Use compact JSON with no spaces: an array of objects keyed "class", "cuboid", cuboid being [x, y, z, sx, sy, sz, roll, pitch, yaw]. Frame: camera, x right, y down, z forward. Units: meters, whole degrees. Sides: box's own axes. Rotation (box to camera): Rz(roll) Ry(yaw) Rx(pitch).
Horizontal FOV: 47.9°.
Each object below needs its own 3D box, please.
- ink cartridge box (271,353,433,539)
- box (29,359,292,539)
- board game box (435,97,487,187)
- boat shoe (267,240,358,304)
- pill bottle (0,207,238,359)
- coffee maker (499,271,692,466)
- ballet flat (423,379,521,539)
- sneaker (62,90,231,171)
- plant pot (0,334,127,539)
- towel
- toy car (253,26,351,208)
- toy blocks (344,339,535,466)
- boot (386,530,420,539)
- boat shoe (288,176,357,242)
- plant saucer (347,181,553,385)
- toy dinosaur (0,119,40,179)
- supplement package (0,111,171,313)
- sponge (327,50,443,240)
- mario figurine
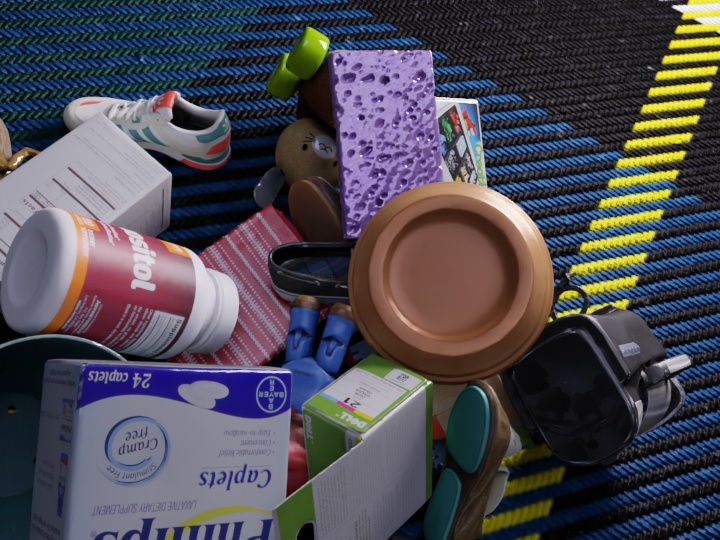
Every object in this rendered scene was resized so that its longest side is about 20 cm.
[{"class":"ink cartridge box","cuboid":[-0.022,0.190,0.724,0.076,0.148,0.200,22,38,36]},{"class":"box","cuboid":[-0.159,0.176,0.654,0.183,0.105,0.201,7,82,-36]},{"class":"board game box","cuboid":[0.085,-0.094,0.916,0.126,0.035,0.201,-3,86,-29]},{"class":"boat shoe","cuboid":[0.000,0.000,0.833,0.199,0.057,0.069,-3,58,10]},{"class":"pill bottle","cuboid":[-0.218,0.020,0.759,0.200,0.113,0.113,19,50,-46]},{"class":"coffee maker","cuboid":[0.229,0.099,0.847,0.192,0.135,0.200,40,18,27]},{"class":"ballet flat","cuboid":[0.117,0.190,0.788,0.072,0.201,0.068,-2,25,-27]},{"class":"sneaker","cuboid":[-0.246,-0.182,0.946,0.199,0.093,0.071,13,59,-7]},{"class":"plant pot","cuboid":[-0.290,0.158,0.705,0.199,0.135,0.201,5,82,-37]},{"class":"towel","cuboid":[-0.129,0.034,0.877,0.200,0.023,0.145,-37,76,-15]},{"class":"toy car","cuboid":[-0.046,-0.147,0.957,0.164,0.158,0.201,27,73,-18]},{"class":"toy blocks","cuboid":[0.072,0.122,0.847,0.136,0.100,0.201,-28,87,0]},{"class":"boot","cuboid":[-0.026,0.295,0.752,0.199,0.072,0.145,12,57,-15]},{"class":"boat shoe","cuboid":[-0.009,-0.019,0.918,0.070,0.070,0.201,-32,95,-42]},{"class":"plant saucer","cuboid":[0.085,0.007,0.774,0.199,0.037,0.201,-1,77,5]},{"class":"toy dinosaur","cuboid":[-0.398,-0.116,0.891,0.106,0.060,0.201,6,60,-9]},{"class":"supplement package","cuboid":[-0.307,-0.048,0.843,0.109,0.114,0.200,40,60,8]},{"class":"sponge","cuboid":[0.029,-0.132,0.858,0.111,0.030,0.201,-4,86,-12]},{"class":"mario figurine","cuboid":[-0.059,0.133,0.821,0.106,0.123,0.201,30,70,-37]}]
